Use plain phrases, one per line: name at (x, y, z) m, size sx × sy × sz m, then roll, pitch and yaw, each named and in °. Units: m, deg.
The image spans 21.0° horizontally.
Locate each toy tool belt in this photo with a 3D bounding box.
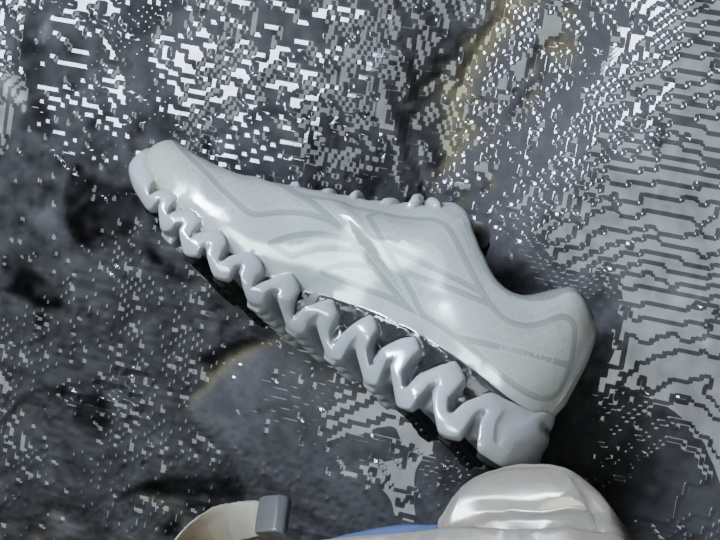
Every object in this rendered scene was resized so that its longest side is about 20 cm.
toy tool belt at (0.027, 0.151, 0.731) m, size 0.200 × 0.123 × 0.125 m, roll -10°, pitch 53°, yaw 23°

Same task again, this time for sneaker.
sneaker at (0.000, 0.000, 0.756) m, size 0.200 × 0.075 × 0.081 m, roll 33°, pitch 85°, yaw 14°
